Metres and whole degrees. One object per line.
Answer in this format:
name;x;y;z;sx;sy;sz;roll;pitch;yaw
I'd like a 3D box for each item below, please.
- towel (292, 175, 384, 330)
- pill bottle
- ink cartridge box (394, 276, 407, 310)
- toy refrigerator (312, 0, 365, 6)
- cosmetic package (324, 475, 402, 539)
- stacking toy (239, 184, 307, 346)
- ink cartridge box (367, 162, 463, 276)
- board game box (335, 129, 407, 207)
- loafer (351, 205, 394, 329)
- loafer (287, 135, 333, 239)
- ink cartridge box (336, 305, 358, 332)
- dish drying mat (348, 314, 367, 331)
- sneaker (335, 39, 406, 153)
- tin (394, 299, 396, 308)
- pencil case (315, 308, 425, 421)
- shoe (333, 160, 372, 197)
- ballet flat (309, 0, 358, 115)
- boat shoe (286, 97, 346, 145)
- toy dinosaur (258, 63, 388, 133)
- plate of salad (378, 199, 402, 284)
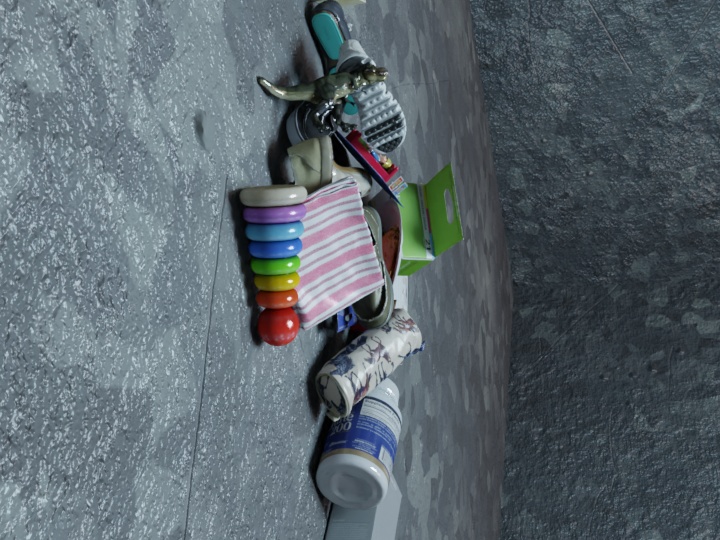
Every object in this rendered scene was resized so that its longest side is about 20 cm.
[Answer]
towel;-0.045;-0.019;1.118;0.030;0.145;0.202;41;-25;49
pill bottle;0.005;0.259;1.246;0.201;0.109;0.112;-71;152;-52
ink cartridge box;0.056;0.018;1.590;0.200;0.047;0.162;57;33;-65
toy refrigerator;-0.047;-0.481;1.299;0.200;0.069;0.077;-35;120;-71
cosmetic package;0.002;0.410;1.252;0.202;0.089;0.108;-73;151;-42
stacking toy;-0.104;-0.004;1.006;0.085;0.084;0.203;-32;121;-71
ink cartridge box;0.094;-0.091;1.426;0.200;0.075;0.150;143;-56;-60
board game box;0.020;-0.192;1.349;0.158;0.039;0.200;48;2;24
loafer;0.002;-0.009;1.246;0.070;0.074;0.203;28;50;-66
loafer;-0.077;-0.096;1.132;0.076;0.067;0.203;-94;-172;-62
ink cartridge box;-0.041;-0.009;1.272;0.119;0.041;0.203;-18;101;-74
dish drying mat;0.000;0.000;1.329;0.018;0.076;0.203;-5;90;-36
sneaker;0.017;-0.271;1.248;0.082;0.074;0.201;-104;171;-46
tin;0.026;0.129;1.402;0.201;0.041;0.113;-72;-178;-51
pencil case;0.014;0.145;1.235;0.199;0.077;0.090;-36;124;-36
shoe;-0.036;-0.135;1.266;0.199;0.069;0.054;11;66;-63
ballet flat;-0.030;-0.360;1.336;0.074;0.072;0.201;-77;154;-44
boat shoe;-0.054;-0.234;1.190;0.070;0.066;0.201;45;30;-16
toy dinosaur;-0.046;-0.239;1.123;0.198;0.047;0.089;-15;88;-29
plate of salad;0.027;-0.025;1.390;0.200;0.047;0.203;-171;-90;-74
